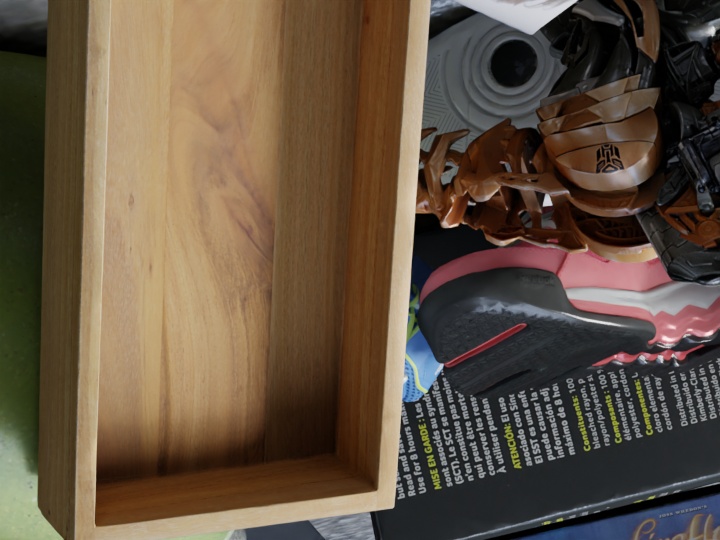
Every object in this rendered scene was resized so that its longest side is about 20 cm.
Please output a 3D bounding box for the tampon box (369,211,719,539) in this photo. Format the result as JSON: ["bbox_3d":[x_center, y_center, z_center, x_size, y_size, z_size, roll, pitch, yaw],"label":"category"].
[{"bbox_3d":[0.093,0.037,1.080,0.199,0.127,0.150,-14,174,2],"label":"tampon box"}]

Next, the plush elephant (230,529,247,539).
[{"bbox_3d":[-0.118,0.082,1.014,0.199,0.155,0.165,8,114,-18],"label":"plush elephant"}]

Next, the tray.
[{"bbox_3d":[-0.035,-0.028,0.701,0.098,0.201,0.037,-5,-159,-26],"label":"tray"}]

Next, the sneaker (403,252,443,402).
[{"bbox_3d":[0.000,0.000,0.902,0.105,0.076,0.200,29,177,-13],"label":"sneaker"}]

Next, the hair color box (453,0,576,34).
[{"bbox_3d":[0.013,-0.125,0.575,0.100,0.061,0.200,-35,153,26],"label":"hair color box"}]

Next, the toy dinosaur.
[{"bbox_3d":[0.083,-0.051,0.757,0.199,0.136,0.102,6,143,-3],"label":"toy dinosaur"}]

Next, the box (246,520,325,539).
[{"bbox_3d":[-0.113,0.184,1.172,0.131,0.200,0.199,-25,-162,52],"label":"box"}]

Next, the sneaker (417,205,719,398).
[{"bbox_3d":[0.081,-0.007,0.930,0.074,0.087,0.200,-27,164,36],"label":"sneaker"}]

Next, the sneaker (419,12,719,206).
[{"bbox_3d":[0.110,-0.059,0.898,0.199,0.073,0.112,-17,164,12],"label":"sneaker"}]

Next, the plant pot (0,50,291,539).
[{"bbox_3d":[-0.152,0.005,0.770,0.200,0.188,0.187,19,147,-37],"label":"plant pot"}]

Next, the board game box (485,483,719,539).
[{"bbox_3d":[0.093,0.125,1.121,0.199,0.035,0.135,-15,175,19],"label":"board game box"}]
